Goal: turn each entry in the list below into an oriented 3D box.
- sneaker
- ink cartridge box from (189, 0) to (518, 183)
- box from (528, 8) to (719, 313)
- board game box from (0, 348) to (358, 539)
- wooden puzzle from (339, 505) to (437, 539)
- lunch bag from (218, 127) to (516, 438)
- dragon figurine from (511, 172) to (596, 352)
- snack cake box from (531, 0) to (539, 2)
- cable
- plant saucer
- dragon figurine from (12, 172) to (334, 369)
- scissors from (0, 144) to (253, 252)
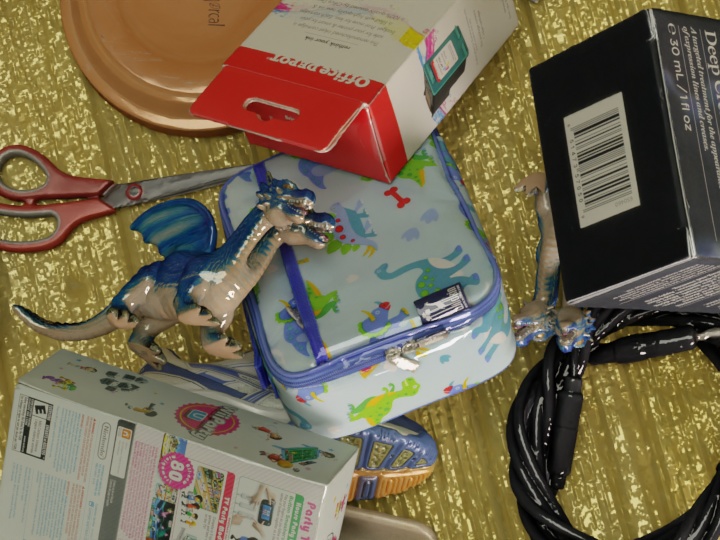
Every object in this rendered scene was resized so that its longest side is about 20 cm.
[{"bbox_3d":[-0.048,0.087,1.313,0.198,0.076,0.089,9,42,-8],"label":"sneaker"},{"bbox_3d":[-0.003,-0.129,1.303,0.115,0.068,0.200,17,54,33],"label":"ink cartridge box"},{"bbox_3d":[0.215,-0.059,1.245,0.107,0.199,0.150,-23,71,47],"label":"box"},{"bbox_3d":[-0.115,0.151,1.241,0.198,0.064,0.149,18,111,13],"label":"board game box"},{"bbox_3d":[-0.059,0.238,1.297,0.183,0.046,0.202,11,80,9],"label":"wooden puzzle"},{"bbox_3d":[0.000,0.000,1.283,0.159,0.083,0.201,-20,45,2],"label":"lunch bag"},{"bbox_3d":[0.139,-0.033,1.317,0.058,0.100,0.200,8,39,19],"label":"dragon figurine"},{"bbox_3d":[0.060,-0.281,1.385,0.199,0.067,0.116,29,81,11],"label":"snack cake box"},{"bbox_3d":[0.171,0.104,1.298,0.200,0.051,0.163,-45,77,-4],"label":"cable"},{"bbox_3d":[-0.106,-0.191,1.403,0.198,0.032,0.202,-1,78,6],"label":"plant saucer"},{"bbox_3d":[-0.106,0.000,1.237,0.199,0.059,0.100,-9,49,33],"label":"dragon figurine"},{"bbox_3d":[-0.162,-0.043,1.388,0.198,0.014,0.074,4,77,6],"label":"scissors"}]
